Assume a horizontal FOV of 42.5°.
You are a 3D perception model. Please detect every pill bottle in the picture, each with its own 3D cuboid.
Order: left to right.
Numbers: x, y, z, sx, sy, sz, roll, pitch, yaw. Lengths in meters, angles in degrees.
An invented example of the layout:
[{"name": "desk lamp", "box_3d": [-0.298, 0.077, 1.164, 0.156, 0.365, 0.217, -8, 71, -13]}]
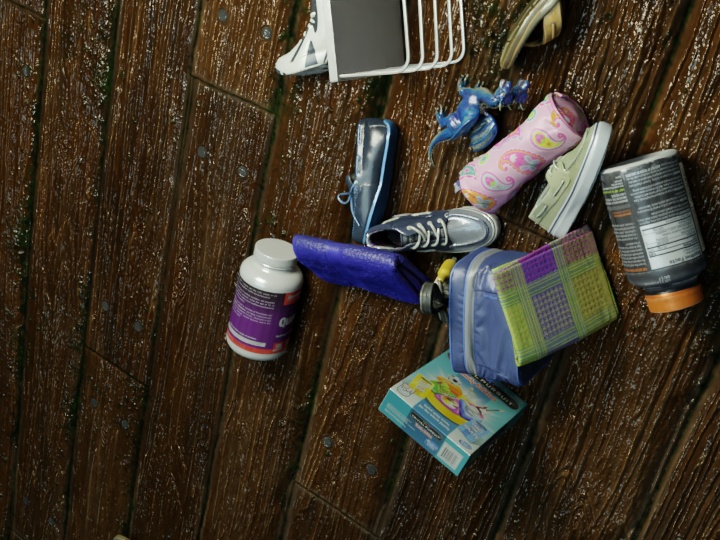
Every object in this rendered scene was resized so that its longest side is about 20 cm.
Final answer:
[{"name": "pill bottle", "box_3d": [-0.165, 0.050, 1.618, 0.112, 0.112, 0.201, 29, 119, 25]}, {"name": "pill bottle", "box_3d": [0.386, -0.048, 1.205, 0.106, 0.106, 0.201, -12, 97, 37]}]

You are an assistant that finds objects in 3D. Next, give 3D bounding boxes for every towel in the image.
[{"name": "towel", "box_3d": [0.000, 0.000, 1.471, 0.199, 0.148, 0.050, 11, 76, 32]}, {"name": "towel", "box_3d": [0.269, 0.033, 1.265, 0.023, 0.199, 0.144, -5, 106, 60]}]

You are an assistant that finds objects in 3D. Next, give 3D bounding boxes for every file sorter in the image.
[{"name": "file sorter", "box_3d": [0.053, -0.344, 1.291, 0.124, 0.200, 0.139, 3, 106, 30]}]

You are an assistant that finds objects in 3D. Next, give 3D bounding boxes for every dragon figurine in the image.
[{"name": "dragon figurine", "box_3d": [0.156, -0.210, 1.320, 0.200, 0.059, 0.100, -51, 41, 28]}]

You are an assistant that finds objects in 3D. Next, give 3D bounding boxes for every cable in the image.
[{"name": "cable", "box_3d": [0.111, 0.043, 1.370, 0.050, 0.200, 0.098, 12, 105, 21]}]

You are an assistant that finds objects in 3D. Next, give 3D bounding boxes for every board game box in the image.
[{"name": "board game box", "box_3d": [0.144, 0.204, 1.394, 0.151, 0.200, 0.047, 38, 123, 19]}]

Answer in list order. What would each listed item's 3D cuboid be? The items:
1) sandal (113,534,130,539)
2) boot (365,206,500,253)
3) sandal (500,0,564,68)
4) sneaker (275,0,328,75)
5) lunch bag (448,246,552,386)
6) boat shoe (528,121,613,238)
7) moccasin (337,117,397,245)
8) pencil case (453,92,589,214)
[{"name": "sandal", "box_3d": [-0.521, 0.700, 2.107, 0.080, 0.054, 0.201, -8, 100, 36]}, {"name": "boot", "box_3d": [0.108, -0.053, 1.408, 0.199, 0.090, 0.073, -4, 102, 36]}, {"name": "sandal", "box_3d": [0.253, -0.344, 1.227, 0.054, 0.080, 0.200, 34, 120, -7]}, {"name": "sneaker", "box_3d": [-0.059, -0.382, 1.432, 0.199, 0.079, 0.130, -10, 93, 41]}, {"name": "lunch bag", "box_3d": [0.200, 0.069, 1.354, 0.132, 0.136, 0.201, 11, 112, 32]}, {"name": "boat shoe", "box_3d": [0.280, -0.121, 1.247, 0.062, 0.072, 0.200, 23, 137, 7]}, {"name": "moccasin", "box_3d": [0.010, -0.142, 1.464, 0.068, 0.080, 0.201, 15, 100, 15]}, {"name": "pencil case", "box_3d": [0.224, -0.163, 1.297, 0.200, 0.087, 0.088, -40, 81, 38]}]
